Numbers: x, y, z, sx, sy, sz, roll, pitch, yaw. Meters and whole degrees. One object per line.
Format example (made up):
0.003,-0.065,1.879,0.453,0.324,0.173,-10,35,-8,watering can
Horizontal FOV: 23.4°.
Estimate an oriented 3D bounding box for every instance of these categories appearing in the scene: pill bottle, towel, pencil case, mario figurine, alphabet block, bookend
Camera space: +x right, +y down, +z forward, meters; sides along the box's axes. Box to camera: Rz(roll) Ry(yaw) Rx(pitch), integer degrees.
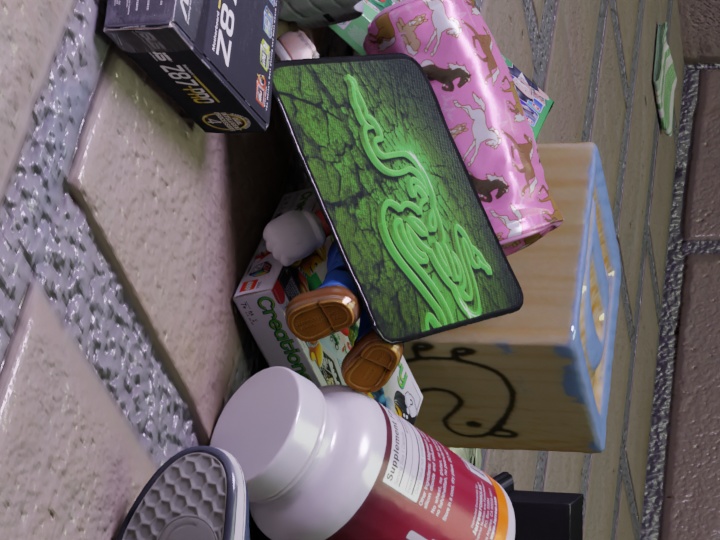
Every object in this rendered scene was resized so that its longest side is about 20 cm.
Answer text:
0.000,0.146,1.143,0.200,0.113,0.113,35,50,-32,pill bottle
0.609,-0.380,3.467,0.200,0.023,0.153,65,31,-57,towel
0.074,-0.102,1.254,0.083,0.086,0.200,-19,85,-39,pencil case
0.000,0.000,1.178,0.200,0.106,0.124,-69,155,-52,mario figurine
0.100,0.022,1.434,0.195,0.200,0.197,67,28,-52,alphabet block
0.240,0.332,1.924,0.092,0.198,0.200,-5,95,-72,bookend

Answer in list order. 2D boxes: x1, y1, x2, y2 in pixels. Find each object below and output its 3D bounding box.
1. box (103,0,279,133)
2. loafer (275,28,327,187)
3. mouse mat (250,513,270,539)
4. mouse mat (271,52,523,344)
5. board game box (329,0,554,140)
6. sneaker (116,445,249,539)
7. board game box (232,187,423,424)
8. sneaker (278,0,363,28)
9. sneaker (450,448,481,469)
-0.092,-0.202,1.033,0.161,0.049,0.200,45,47,-65,box
-0.017,-0.105,1.231,0.072,0.063,0.200,57,-9,35,loafer
-0.041,0.173,1.271,0.200,0.008,0.161,73,24,-44,mouse mat
0.025,-0.053,1.145,0.161,0.008,0.200,-13,77,-49,mouse mat
0.060,-0.168,1.362,0.200,0.029,0.135,42,30,-6,board game box
-0.081,0.204,1.011,0.146,0.077,0.203,15,85,-62,sneaker
-0.019,0.057,1.237,0.200,0.035,0.126,64,28,-28,board game box
-0.033,-0.211,1.188,0.200,0.073,0.071,-138,-145,-88,sneaker
0.076,0.137,1.574,0.088,0.076,0.200,-55,142,-63,sneaker
